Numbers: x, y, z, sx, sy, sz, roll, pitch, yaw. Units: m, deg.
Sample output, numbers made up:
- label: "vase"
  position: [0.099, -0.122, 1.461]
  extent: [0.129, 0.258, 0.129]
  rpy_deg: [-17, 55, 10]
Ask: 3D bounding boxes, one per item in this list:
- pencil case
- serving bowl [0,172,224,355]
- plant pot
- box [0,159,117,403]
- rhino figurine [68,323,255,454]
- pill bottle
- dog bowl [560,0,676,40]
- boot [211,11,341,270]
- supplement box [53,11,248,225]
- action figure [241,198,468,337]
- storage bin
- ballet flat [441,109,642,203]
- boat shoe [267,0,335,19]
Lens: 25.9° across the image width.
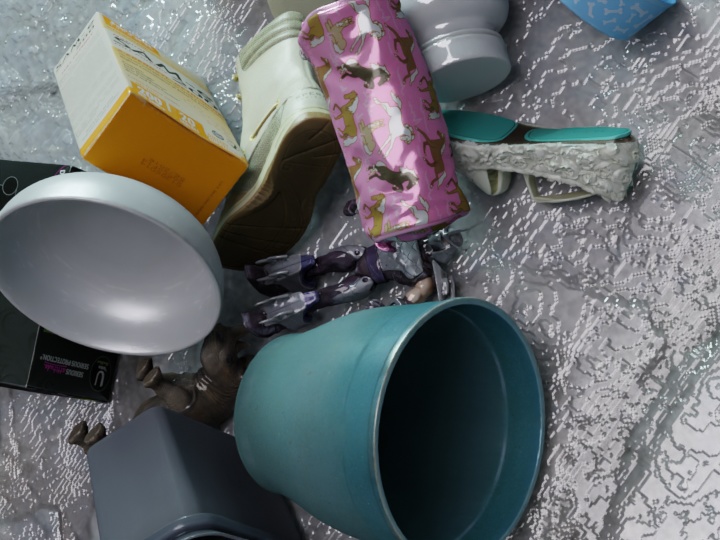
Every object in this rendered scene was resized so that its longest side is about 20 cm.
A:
- label: "pencil case"
  position: [0.019, -0.118, 1.241]
  extent: [0.086, 0.083, 0.200]
  rpy_deg: [-21, 89, 54]
- label: "serving bowl"
  position: [-0.204, -0.014, 1.292]
  extent: [0.200, 0.200, 0.066]
  rpy_deg: [-10, 45, 26]
- label: "plant pot"
  position: [0.011, 0.118, 1.221]
  extent: [0.188, 0.200, 0.200]
  rpy_deg: [2, 80, 44]
- label: "box"
  position: [-0.303, 0.009, 1.436]
  extent: [0.148, 0.124, 0.200]
  rpy_deg: [6, 81, 29]
- label: "rhino figurine"
  position: [-0.158, 0.113, 1.367]
  extent: [0.200, 0.087, 0.060]
  rpy_deg: [-43, 25, 12]
- label: "pill bottle"
  position: [0.061, -0.247, 1.306]
  extent: [0.109, 0.109, 0.200]
  rpy_deg: [-21, 72, 23]
- label: "dog bowl"
  position: [0.167, -0.261, 1.258]
  extent: [0.050, 0.111, 0.200]
  rpy_deg: [-51, 62, 26]
- label: "boot"
  position: [-0.083, -0.111, 1.370]
  extent: [0.200, 0.072, 0.155]
  rpy_deg: [-57, 35, 39]
- label: "supplement box"
  position: [-0.184, -0.134, 1.353]
  extent: [0.074, 0.126, 0.200]
  rpy_deg: [-51, 31, 12]
- label: "action figure"
  position: [0.000, 0.000, 1.312]
  extent: [0.200, 0.069, 0.130]
  rpy_deg: [-19, 61, 19]
- label: "storage bin"
  position: [-0.140, 0.206, 1.280]
  extent: [0.145, 0.200, 0.134]
  rpy_deg: [-33, 55, 18]
- label: "ballet flat"
  position: [0.129, -0.088, 1.266]
  extent: [0.200, 0.072, 0.072]
  rpy_deg: [9, 84, 30]
- label: "boat shoe"
  position: [-0.045, -0.309, 1.370]
  extent: [0.071, 0.063, 0.200]
  rpy_deg: [3, 122, -4]
